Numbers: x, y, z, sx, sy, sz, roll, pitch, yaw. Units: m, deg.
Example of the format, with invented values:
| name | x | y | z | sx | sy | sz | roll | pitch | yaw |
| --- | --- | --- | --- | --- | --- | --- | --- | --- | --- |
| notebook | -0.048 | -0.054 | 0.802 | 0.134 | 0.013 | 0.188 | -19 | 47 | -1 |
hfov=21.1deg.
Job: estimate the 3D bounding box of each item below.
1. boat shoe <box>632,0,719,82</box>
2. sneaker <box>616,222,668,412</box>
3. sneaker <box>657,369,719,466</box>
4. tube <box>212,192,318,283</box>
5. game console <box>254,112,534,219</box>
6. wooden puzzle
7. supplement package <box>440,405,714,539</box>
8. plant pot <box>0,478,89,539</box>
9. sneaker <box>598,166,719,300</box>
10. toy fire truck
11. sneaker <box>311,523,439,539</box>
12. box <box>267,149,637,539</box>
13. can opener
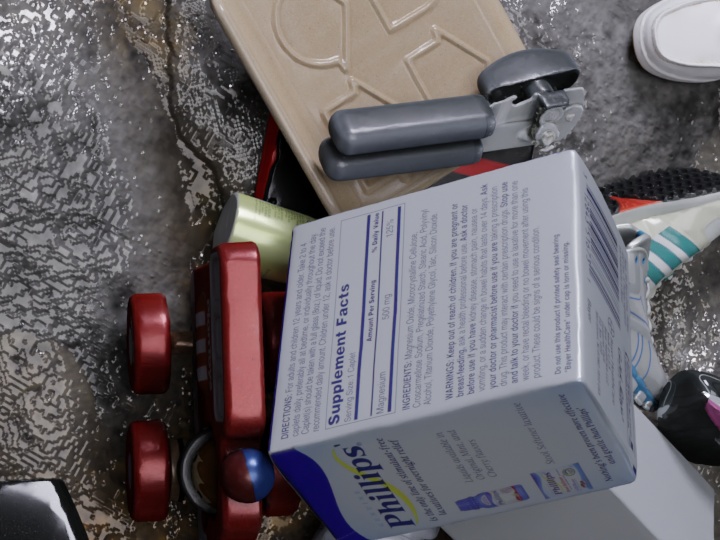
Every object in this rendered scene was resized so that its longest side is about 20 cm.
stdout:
| name | x | y | z | sx | sy | sz | roll | pitch | yaw |
| --- | --- | --- | --- | --- | --- | --- | --- | --- | --- |
| boat shoe | 0.301 | -0.184 | 1.453 | 0.199 | 0.069 | 0.071 | -9 | 91 | -21 |
| sneaker | 0.176 | 0.018 | 1.328 | 0.087 | 0.075 | 0.200 | -43 | 127 | -3 |
| sneaker | 0.279 | 0.098 | 1.392 | 0.200 | 0.080 | 0.087 | 28 | 60 | -47 |
| tube | 0.000 | 0.000 | 1.309 | 0.199 | 0.052 | 0.058 | 16 | 50 | -17 |
| game console | 0.030 | -0.089 | 1.366 | 0.199 | 0.031 | 0.178 | 12 | 87 | -19 |
| wooden puzzle | 0.013 | -0.147 | 1.319 | 0.200 | 0.046 | 0.186 | -34 | 99 | -24 |
| supplement package | 0.135 | 0.145 | 1.308 | 0.200 | 0.117 | 0.117 | 46 | 28 | -17 |
| plant pot | -0.247 | 0.224 | 1.150 | 0.198 | 0.200 | 0.179 | -2 | 76 | -21 |
| sneaker | 0.202 | -0.013 | 1.413 | 0.199 | 0.070 | 0.094 | -15 | 112 | -26 |
| toy fire truck | -0.087 | 0.088 | 1.220 | 0.111 | 0.168 | 0.201 | 0 | 86 | -11 |
| sneaker | 0.049 | 0.215 | 1.320 | 0.199 | 0.075 | 0.115 | 23 | 81 | -15 |
| box | 0.058 | 0.048 | 1.183 | 0.185 | 0.199 | 0.105 | -85 | 153 | -42 |
| can opener | 0.062 | -0.100 | 1.291 | 0.199 | 0.053 | 0.067 | -13 | 56 | -27 |
